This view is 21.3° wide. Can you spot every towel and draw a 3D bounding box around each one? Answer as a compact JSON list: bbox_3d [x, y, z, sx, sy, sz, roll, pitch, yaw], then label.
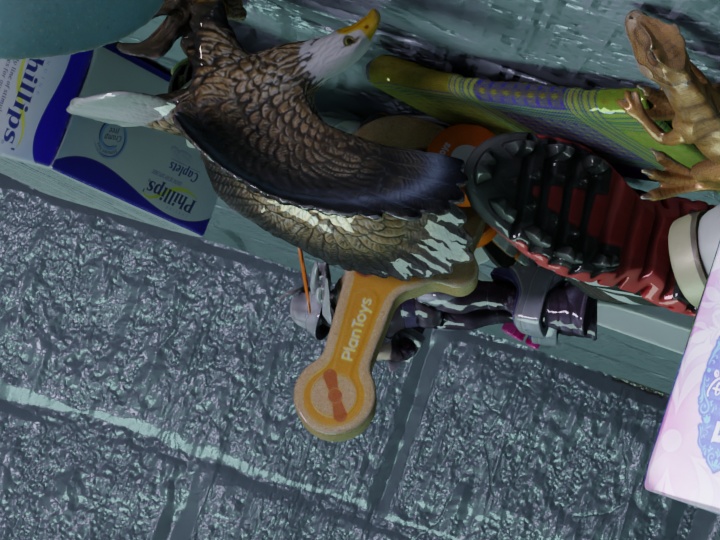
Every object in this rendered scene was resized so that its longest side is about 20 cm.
[{"bbox_3d":[0.111,-0.082,1.058,0.200,0.023,0.143,13,172,43],"label":"towel"}]

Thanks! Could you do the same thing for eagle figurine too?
[{"bbox_3d":[-0.036,-0.073,0.989,0.152,0.200,0.151,-23,165,-46],"label":"eagle figurine"}]

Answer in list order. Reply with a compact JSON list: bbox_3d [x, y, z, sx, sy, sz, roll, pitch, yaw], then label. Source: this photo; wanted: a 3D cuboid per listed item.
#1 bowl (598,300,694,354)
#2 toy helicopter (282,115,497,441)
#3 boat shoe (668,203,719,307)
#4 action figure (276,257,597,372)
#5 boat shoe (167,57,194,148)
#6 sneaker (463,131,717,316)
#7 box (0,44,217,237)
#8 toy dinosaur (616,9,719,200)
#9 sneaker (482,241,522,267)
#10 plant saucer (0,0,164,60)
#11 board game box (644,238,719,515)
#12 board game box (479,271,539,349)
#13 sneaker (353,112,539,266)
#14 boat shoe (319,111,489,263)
[{"bbox_3d":[0.255,0.024,1.406,0.199,0.075,0.200,19,175,-8],"label":"bowl"},{"bbox_3d":[0.000,0.000,1.089,0.132,0.201,0.079,16,159,8],"label":"toy helicopter"},{"bbox_3d":[0.247,-0.007,1.044,0.068,0.075,0.200,-20,170,36],"label":"boat shoe"},{"bbox_3d":[0.046,0.019,1.186,0.199,0.070,0.130,-1,156,9],"label":"action figure"},{"bbox_3d":[-0.090,-0.114,1.235,0.060,0.072,0.202,61,177,-14],"label":"boat shoe"},{"bbox_3d":[0.129,-0.024,1.081,0.200,0.071,0.098,19,173,-30],"label":"sneaker"},{"bbox_3d":[-0.229,-0.117,1.478,0.200,0.105,0.184,16,175,36],"label":"box"},{"bbox_3d":[0.179,-0.055,0.869,0.200,0.061,0.106,21,173,-32],"label":"toy dinosaur"},{"bbox_3d":[0.085,-0.055,1.299,0.200,0.081,0.083,27,-169,-20],"label":"sneaker"},{"bbox_3d":[-0.170,-0.152,0.759,0.199,0.036,0.200,13,-145,-9],"label":"plant saucer"},{"bbox_3d":[0.178,-0.008,0.548,0.041,0.200,0.200,15,173,44],"label":"board game box"},{"bbox_3d":[0.015,-0.021,1.318,0.200,0.026,0.200,32,178,-29],"label":"board game box"},{"bbox_3d":[0.083,-0.058,1.210,0.199,0.078,0.077,15,-153,-21],"label":"sneaker"},{"bbox_3d":[0.029,-0.061,1.379,0.200,0.072,0.068,19,-168,-43],"label":"boat shoe"}]
